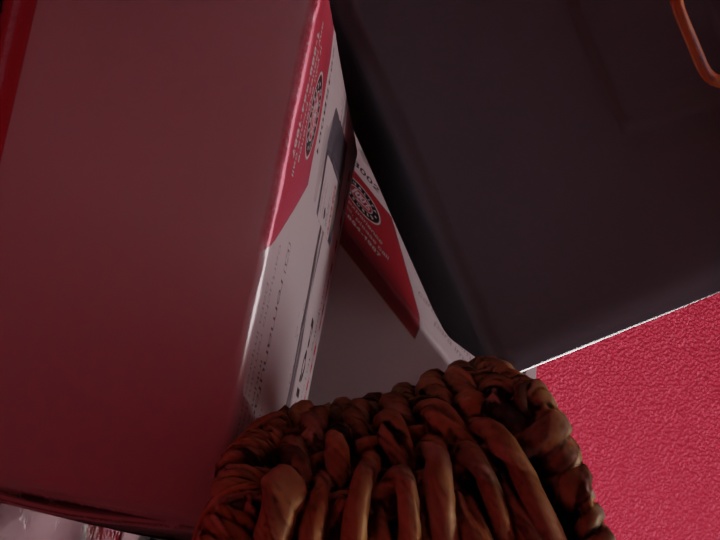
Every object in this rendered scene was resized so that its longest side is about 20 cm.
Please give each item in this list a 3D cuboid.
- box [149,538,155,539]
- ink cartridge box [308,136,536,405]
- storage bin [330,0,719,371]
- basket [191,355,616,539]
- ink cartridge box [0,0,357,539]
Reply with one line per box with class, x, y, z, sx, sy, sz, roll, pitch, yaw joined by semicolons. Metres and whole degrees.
box;-0.005;0.179;0.926;0.182;0.198;0.105;-70;172;-69
ink cartridge box;0.000;0.000;0.806;0.083;0.147;0.200;-34;-166;18
storage bin;0.066;-0.066;0.646;0.201;0.133;0.146;65;-6;-12
basket;-0.012;0.110;0.506;0.200;0.148;0.144;87;-17;-75
ink cartridge box;-0.056;0.003;0.583;0.200;0.084;0.147;85;16;-81
